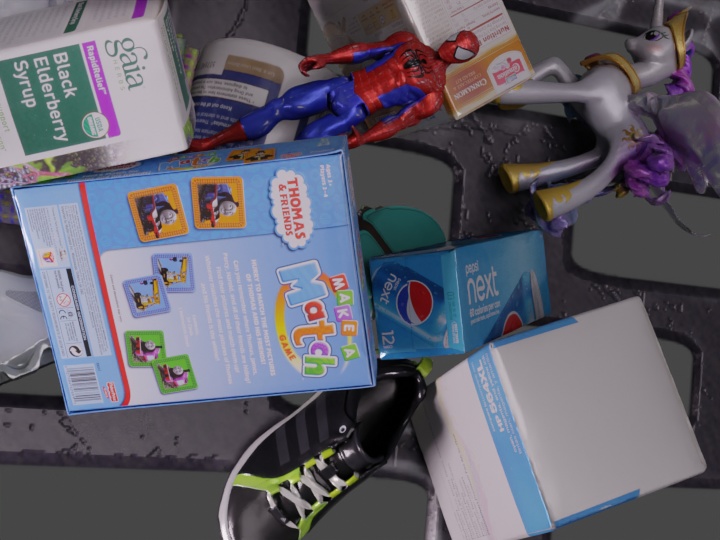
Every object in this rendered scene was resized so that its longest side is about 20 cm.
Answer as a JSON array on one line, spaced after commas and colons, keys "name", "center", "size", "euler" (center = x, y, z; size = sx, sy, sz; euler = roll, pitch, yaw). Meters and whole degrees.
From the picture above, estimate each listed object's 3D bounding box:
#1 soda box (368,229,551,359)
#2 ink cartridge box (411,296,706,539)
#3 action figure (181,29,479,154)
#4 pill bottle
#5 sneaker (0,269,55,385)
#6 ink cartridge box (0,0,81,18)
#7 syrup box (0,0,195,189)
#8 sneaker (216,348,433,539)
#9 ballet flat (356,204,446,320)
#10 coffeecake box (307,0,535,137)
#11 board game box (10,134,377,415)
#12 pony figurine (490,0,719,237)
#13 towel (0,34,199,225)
[{"name": "soda box", "center": [0.077, 0.013, 0.818], "size": [0.199, 0.063, 0.069], "euler": [-12, 96, -64]}, {"name": "ink cartridge box", "center": [0.127, 0.119, 0.838], "size": [0.127, 0.200, 0.127], "euler": [-15, 78, -22]}, {"name": "action figure", "center": [-0.016, -0.101, 0.716], "size": [0.198, 0.052, 0.066], "euler": [-26, 77, -4]}, {"name": "pill bottle", "center": [-0.084, -0.045, 0.788], "size": [0.110, 0.111, 0.203], "euler": [19, 82, -21]}, {"name": "sneaker", "center": [-0.259, 0.040, 0.739], "size": [0.198, 0.074, 0.090], "euler": [-26, 99, -30]}, {"name": "ink cartridge box", "center": [-0.271, -0.222, 0.718], "size": [0.196, 0.043, 0.202], "euler": [-8, 91, -2]}, {"name": "syrup box", "center": [-0.201, -0.101, 0.674], "size": [0.196, 0.082, 0.080], "euler": [-11, 118, 0]}, {"name": "sneaker", "center": [-0.025, 0.129, 0.825], "size": [0.072, 0.083, 0.200], "euler": [45, 74, -15]}, {"name": "ballet flat", "center": [0.000, 0.000, 0.821], "size": [0.076, 0.064, 0.200], "euler": [52, 27, 5]}, {"name": "coffeecake box", "center": [0.021, -0.203, 0.811], "size": [0.072, 0.153, 0.202], "euler": [-29, 100, -18]}, {"name": "board game box", "center": [-0.096, 0.006, 0.697], "size": [0.196, 0.037, 0.154], "euler": [-5, 112, 6]}, {"name": "pony figurine", "center": [0.208, -0.106, 0.899], "size": [0.197, 0.167, 0.196], "euler": [-22, 84, -13]}, {"name": "towel", "center": [-0.215, -0.101, 0.747], "size": [0.196, 0.023, 0.146], "euler": [11, 82, 0]}]
